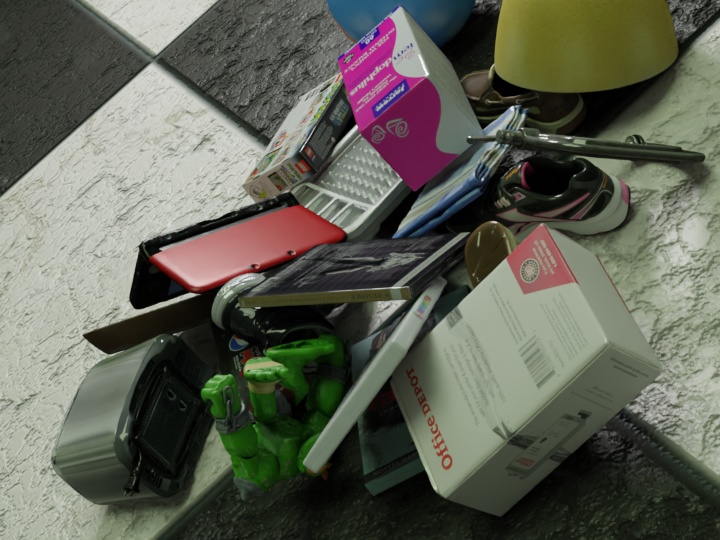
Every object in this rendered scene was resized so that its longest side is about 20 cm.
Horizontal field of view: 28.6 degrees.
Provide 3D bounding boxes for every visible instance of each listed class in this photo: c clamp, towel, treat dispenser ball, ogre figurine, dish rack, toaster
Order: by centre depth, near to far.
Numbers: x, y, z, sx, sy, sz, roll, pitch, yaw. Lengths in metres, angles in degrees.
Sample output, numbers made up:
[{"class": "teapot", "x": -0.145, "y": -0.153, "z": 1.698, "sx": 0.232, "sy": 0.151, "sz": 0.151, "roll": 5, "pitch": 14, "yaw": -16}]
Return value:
[{"class": "ogre figurine", "x": -0.071, "y": 0.136, "z": 1.324, "sx": 0.097, "sy": 0.122, "sz": 0.200, "roll": -2, "pitch": 11, "yaw": 14}, {"class": "c clamp", "x": 0.226, "y": -0.124, "z": 1.376, "sx": 0.171, "sy": 0.198, "sz": 0.027, "roll": -159, "pitch": 73, "yaw": -70}, {"class": "towel", "x": 0.100, "y": -0.097, "z": 1.492, "sx": 0.146, "sy": 0.024, "sz": 0.200, "roll": -36, "pitch": 11, "yaw": 34}, {"class": "toaster", "x": -0.243, "y": 0.170, "z": 1.508, "sx": 0.128, "sy": 0.114, "sz": 0.201, "roll": -17, "pitch": 41, "yaw": 36}, {"class": "dish rack", "x": 0.014, "y": -0.109, "z": 1.649, "sx": 0.200, "sy": 0.044, "sz": 0.171, "roll": -48, "pitch": 32, "yaw": -13}, {"class": "treat dispenser ball", "x": 0.051, "y": -0.369, "z": 1.780, "sx": 0.199, "sy": 0.201, "sz": 0.202, "roll": -25, "pitch": 35, "yaw": 19}]

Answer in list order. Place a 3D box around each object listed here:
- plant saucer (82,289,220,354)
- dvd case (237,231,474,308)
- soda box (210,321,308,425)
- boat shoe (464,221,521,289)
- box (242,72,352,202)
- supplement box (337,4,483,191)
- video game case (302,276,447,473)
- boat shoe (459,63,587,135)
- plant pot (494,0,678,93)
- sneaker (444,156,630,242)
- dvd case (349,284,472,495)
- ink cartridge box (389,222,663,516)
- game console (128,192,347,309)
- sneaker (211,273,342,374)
[{"class": "plant saucer", "x": -0.216, "y": 0.056, "z": 1.605, "sx": 0.198, "sy": 0.035, "sz": 0.200, "roll": -19, "pitch": 0, "yaw": 0}, {"class": "dvd case", "x": 0.000, "y": 0.000, "z": 1.376, "sx": 0.198, "sy": 0.016, "sz": 0.148, "roll": -5, "pitch": 19, "yaw": 34}, {"class": "soda box", "x": -0.102, "y": 0.111, "z": 1.482, "sx": 0.070, "sy": 0.063, "sz": 0.201, "roll": -33, "pitch": 34, "yaw": 8}, {"class": "boat shoe", "x": 0.149, "y": 0.049, "z": 1.307, "sx": 0.072, "sy": 0.065, "sz": 0.202, "roll": -33, "pitch": 51, "yaw": 30}, {"class": "box", "x": -0.066, "y": -0.171, "z": 1.767, "sx": 0.109, "sy": 0.035, "sz": 0.201, "roll": -26, "pitch": 25, "yaw": 39}, {"class": "supplement box", "x": 0.052, "y": -0.194, "z": 1.571, "sx": 0.101, "sy": 0.103, "sz": 0.201, "roll": -38, "pitch": 31, "yaw": 14}, {"class": "video game case", "x": 0.017, "y": 0.088, "z": 1.271, "sx": 0.144, "sy": 0.018, "sz": 0.200, "roll": -55, "pitch": -1, "yaw": 21}, {"class": "boat shoe", "x": 0.170, "y": -0.209, "z": 1.589, "sx": 0.075, "sy": 0.075, "sz": 0.201, "roll": -49, "pitch": 34, "yaw": -16}, {"class": "plant pot", "x": 0.235, "y": -0.294, "z": 1.502, "sx": 0.197, "sy": 0.144, "sz": 0.201, "roll": -7, "pitch": 28, "yaw": 3}, {"class": "sneaker", "x": 0.165, "y": -0.079, "z": 1.414, "sx": 0.198, "sy": 0.086, "sz": 0.081, "roll": -13, "pitch": 53, "yaw": 34}, {"class": "dvd case", "x": 0.060, "y": 0.111, "z": 1.364, "sx": 0.145, "sy": 0.022, "sz": 0.201, "roll": -29, "pitch": 35, "yaw": 16}, {"class": "ink cartridge box", "x": 0.134, "y": 0.086, "z": 1.193, "sx": 0.200, "sy": 0.082, "sz": 0.147, "roll": -46, "pitch": 43, "yaw": 23}, {"class": "game console", "x": -0.137, "y": 0.001, "z": 1.564, "sx": 0.198, "sy": 0.173, "sz": 0.119, "roll": -20, "pitch": 62, "yaw": -29}, {"class": "sneaker", "x": -0.049, "y": 0.048, "z": 1.462, "sx": 0.199, "sy": 0.076, "sz": 0.114, "roll": -13, "pitch": 43, "yaw": -41}]
